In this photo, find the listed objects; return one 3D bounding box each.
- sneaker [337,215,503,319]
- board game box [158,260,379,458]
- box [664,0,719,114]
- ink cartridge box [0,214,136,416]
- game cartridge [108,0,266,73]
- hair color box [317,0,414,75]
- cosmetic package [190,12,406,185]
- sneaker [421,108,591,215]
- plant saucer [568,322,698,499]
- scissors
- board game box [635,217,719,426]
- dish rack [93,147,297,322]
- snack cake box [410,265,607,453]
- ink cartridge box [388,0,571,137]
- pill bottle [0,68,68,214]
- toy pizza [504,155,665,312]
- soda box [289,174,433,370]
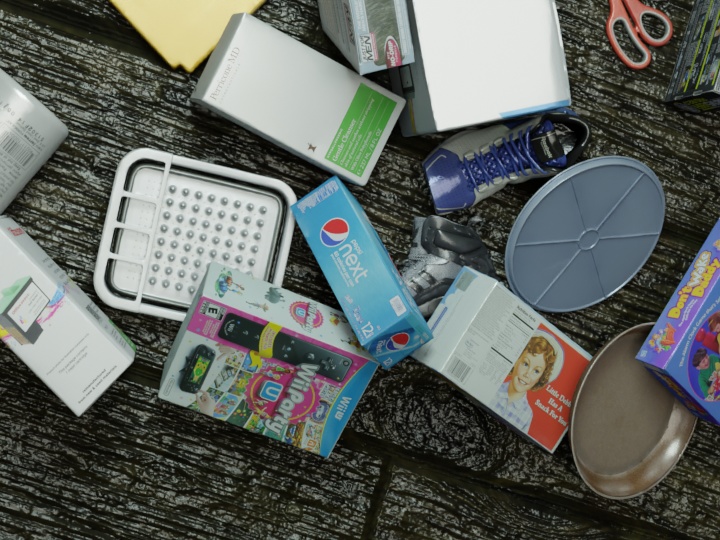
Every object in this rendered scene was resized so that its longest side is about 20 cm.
[{"bbox_3d":[0.054,0.002,1.757,0.198,0.075,0.115,-13,93,-14],"label":"sneaker"},{"bbox_3d":[-0.095,0.096,1.703,0.198,0.065,0.148,20,123,-11],"label":"board game box"},{"bbox_3d":[0.403,-0.276,1.753,0.044,0.160,0.202,17,88,-9],"label":"box"},{"bbox_3d":[-0.329,0.044,1.663,0.084,0.145,0.200,-44,97,-3],"label":"ink cartridge box"},{"bbox_3d":[-0.180,-0.338,1.734,0.200,0.032,0.176,-44,97,-2],"label":"game cartridge"},{"bbox_3d":[-0.001,-0.279,1.664,0.060,0.200,0.100,-13,114,-7],"label":"hair color box"},{"bbox_3d":[-0.067,-0.182,1.715,0.199,0.085,0.108,25,90,-17],"label":"cosmetic package"},{"bbox_3d":[0.166,-0.129,1.746,0.198,0.115,0.081,-22,94,-7],"label":"sneaker"},{"bbox_3d":[0.297,0.152,1.780,0.199,0.032,0.202,-11,108,-35],"label":"plant saucer"},{"bbox_3d":[0.279,-0.321,1.807,0.073,0.014,0.201,-35,98,-4],"label":"scissors"},{"bbox_3d":[0.402,0.051,1.781,0.134,0.045,0.201,40,78,-37],"label":"board game box"},{"bbox_3d":[-0.177,-0.030,1.735,0.198,0.044,0.173,13,89,-8],"label":"dish rack"},{"bbox_3d":[0.160,0.097,1.737,0.200,0.067,0.116,37,84,-34],"label":"snack cake box"},{"bbox_3d":[0.116,-0.226,1.693,0.145,0.200,0.148,-11,95,-8],"label":"ink cartridge box"},{"bbox_3d":[-0.406,-0.106,1.664,0.114,0.114,0.200,40,86,-7],"label":"pill bottle"},{"bbox_3d":[0.242,-0.042,1.761,0.198,0.032,0.202,-14,129,-18],"label":"toy pizza"},{"bbox_3d":[0.000,0.000,1.681,0.064,0.068,0.201,-33,55,7],"label":"soda box"}]
